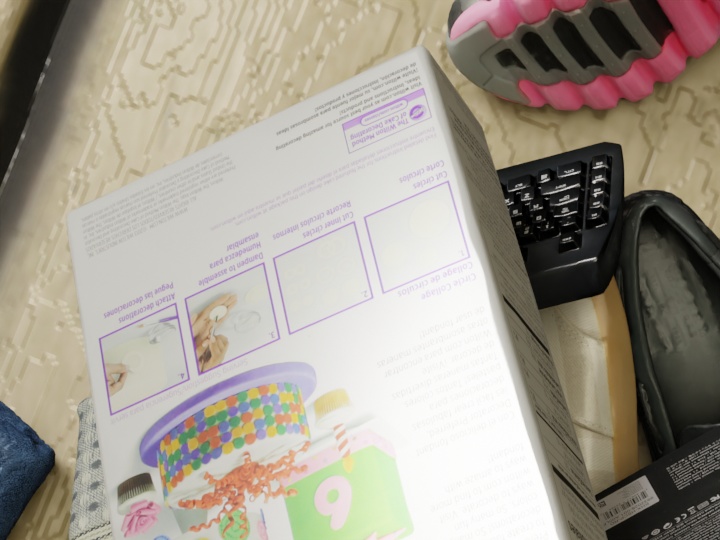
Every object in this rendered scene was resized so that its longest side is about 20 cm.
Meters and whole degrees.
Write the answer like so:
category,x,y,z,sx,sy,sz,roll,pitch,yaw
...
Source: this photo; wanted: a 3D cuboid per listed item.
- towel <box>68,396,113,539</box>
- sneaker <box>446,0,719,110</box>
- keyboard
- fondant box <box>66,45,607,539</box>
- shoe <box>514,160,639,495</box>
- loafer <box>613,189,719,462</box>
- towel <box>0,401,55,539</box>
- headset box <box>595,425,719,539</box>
category,x,y,z,sx,sy,sz,roll,pitch,yaw
towel,-0.023,0.096,0.729,0.191,0.035,0.201,-19,40,16
sneaker,0.123,-0.137,0.817,0.198,0.079,0.096,-23,48,8
keyboard,0.000,0.000,0.756,0.198,0.040,0.105,-16,41,21
fondant box,-0.011,0.043,0.667,0.143,0.058,0.201,-24,54,14
shoe,0.072,0.058,0.782,0.053,0.070,0.202,-8,84,-14
loafer,0.142,0.064,0.779,0.068,0.070,0.202,-24,84,-2
towel,-0.216,0.118,0.797,0.111,0.049,0.201,37,85,5
headset box,0.140,0.167,0.727,0.148,0.075,0.201,-28,111,3
